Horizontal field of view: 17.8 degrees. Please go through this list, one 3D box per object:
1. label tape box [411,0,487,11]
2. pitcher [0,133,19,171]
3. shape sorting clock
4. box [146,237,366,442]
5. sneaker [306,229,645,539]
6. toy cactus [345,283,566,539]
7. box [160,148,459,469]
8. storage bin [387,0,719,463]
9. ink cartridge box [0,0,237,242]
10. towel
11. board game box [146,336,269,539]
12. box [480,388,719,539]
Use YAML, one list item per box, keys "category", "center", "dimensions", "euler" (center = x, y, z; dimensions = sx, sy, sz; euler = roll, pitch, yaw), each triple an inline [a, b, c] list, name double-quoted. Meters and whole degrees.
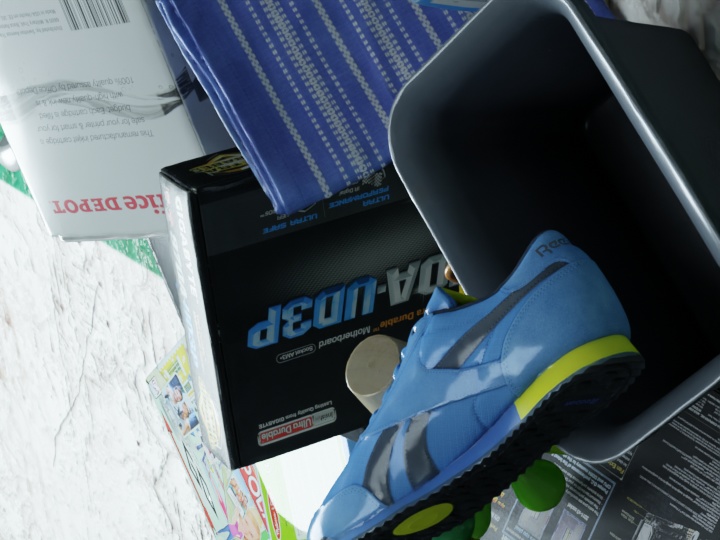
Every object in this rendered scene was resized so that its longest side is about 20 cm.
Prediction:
- category: "label tape box"
  center: [0.073, -0.242, 1.101]
  dimensions: [0.143, 0.066, 0.202]
  euler: [150, 121, -62]
- category: "pitcher"
  center: [-0.153, -0.137, 1.475]
  dimensions: [0.121, 0.172, 0.200]
  euler: [41, 160, -19]
- category: "shape sorting clock"
  center: [-0.026, 0.105, 1.471]
  dimensions: [0.200, 0.039, 0.202]
  euler: [22, 116, 54]
- category: "box"
  center: [-0.057, 0.007, 1.364]
  dimensions: [0.200, 0.046, 0.160]
  euler: [18, 135, 55]
- category: "sneaker"
  center: [0.039, 0.060, 1.018]
  dimensions: [0.200, 0.066, 0.079]
  euler: [-43, 64, 32]
- category: "toy cactus"
  center: [0.046, 0.071, 1.116]
  dimensions: [0.102, 0.201, 0.165]
  euler: [19, 168, 42]
- category: "box"
  center: [0.000, 0.000, 1.235]
  dimensions: [0.046, 0.199, 0.160]
  euler: [32, 134, 58]
- category: "storage bin"
  center: [0.123, -0.021, 1.066]
  dimensions: [0.145, 0.134, 0.201]
  euler: [-42, 67, 34]
- category: "ink cartridge box"
  center: [-0.135, -0.125, 1.262]
  dimensions: [0.144, 0.084, 0.201]
  euler: [-2, 119, 38]
- category: "towel"
  center: [0.011, -0.132, 1.165]
  dimensions: [0.145, 0.199, 0.024]
  euler: [60, 178, 17]
- category: "board game box"
  center: [-0.084, 0.143, 1.655]
  dimensions: [0.201, 0.029, 0.135]
  euler: [65, 152, 11]
- category: "box"
  center: [0.131, 0.116, 1.171]
  dimensions: [0.200, 0.050, 0.159]
  euler: [33, 102, 48]
